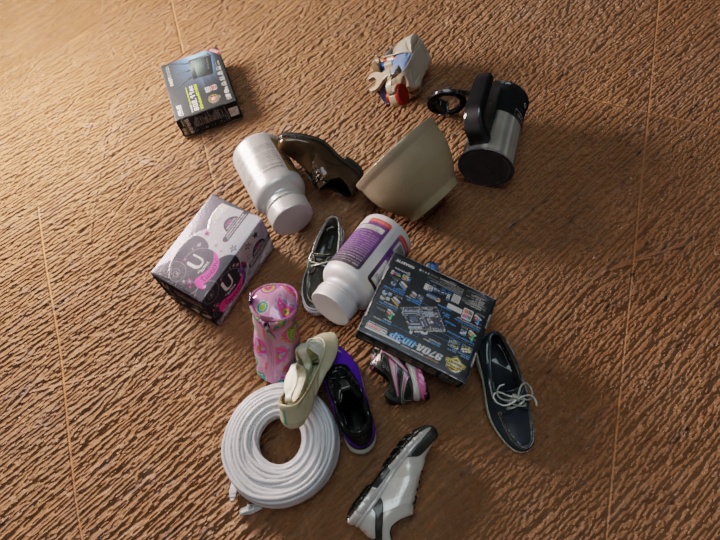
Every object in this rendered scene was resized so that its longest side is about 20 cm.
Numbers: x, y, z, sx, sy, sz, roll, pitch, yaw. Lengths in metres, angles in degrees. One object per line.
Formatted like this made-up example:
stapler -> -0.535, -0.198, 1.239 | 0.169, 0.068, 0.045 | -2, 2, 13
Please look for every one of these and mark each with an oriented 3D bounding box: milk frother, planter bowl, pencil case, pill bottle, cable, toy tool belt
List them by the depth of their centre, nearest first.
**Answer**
cable -> -0.134, 0.286, 0.911 | 0.197, 0.069, 0.203 | -11, 62, 0
pencil case -> -0.144, 0.112, 0.930 | 0.086, 0.202, 0.088 | 3, 48, -3
pill bottle -> 0.000, 0.000, 1.009 | 0.110, 0.112, 0.201 | 28, 59, 18
planter bowl -> 0.107, -0.183, 1.080 | 0.200, 0.200, 0.135 | -41, 93, -15
pill bottle -> -0.179, -0.178, 1.132 | 0.113, 0.115, 0.201 | -26, 63, -9
milk frother -> 0.232, -0.296, 1.160 | 0.199, 0.180, 0.190 | -14, 49, 49
toy tool belt -> 0.078, -0.444, 1.261 | 0.122, 0.125, 0.202 | -2, 53, 40

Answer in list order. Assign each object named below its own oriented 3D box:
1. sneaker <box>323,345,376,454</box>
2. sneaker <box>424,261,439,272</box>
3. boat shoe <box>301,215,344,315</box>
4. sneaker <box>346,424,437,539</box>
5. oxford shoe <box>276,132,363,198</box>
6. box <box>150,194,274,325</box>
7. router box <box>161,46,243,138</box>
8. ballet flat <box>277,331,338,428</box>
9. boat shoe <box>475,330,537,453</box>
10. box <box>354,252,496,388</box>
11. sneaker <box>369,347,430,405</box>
sneaker -> -0.024, 0.200, 0.926 | 0.069, 0.100, 0.202 | -22, 59, -6
sneaker -> 0.154, 0.079, 1.001 | 0.089, 0.079, 0.203 | -6, 68, -13
boat shoe -> -0.076, -0.015, 1.061 | 0.071, 0.071, 0.203 | 5, 64, 8
sneaker -> 0.066, 0.339, 0.874 | 0.080, 0.074, 0.201 | 39, 76, 7
oxford shoe -> -0.086, -0.215, 1.121 | 0.198, 0.073, 0.085 | 26, 59, -17
box -> -0.280, -0.022, 1.060 | 0.131, 0.115, 0.201 | 25, 68, 17
router box -> -0.382, -0.431, 1.313 | 0.148, 0.062, 0.202 | -21, 62, -4
ballet flat -> -0.088, 0.162, 0.902 | 0.068, 0.070, 0.201 | 9, 43, 10
boat shoe -> 0.248, 0.201, 0.914 | 0.074, 0.062, 0.203 | -7, 71, -9
box -> 0.112, 0.081, 0.924 | 0.198, 0.046, 0.160 | 25, 67, 5
sneaker -> 0.051, 0.142, 0.965 | 0.085, 0.081, 0.202 | -19, 60, 0
